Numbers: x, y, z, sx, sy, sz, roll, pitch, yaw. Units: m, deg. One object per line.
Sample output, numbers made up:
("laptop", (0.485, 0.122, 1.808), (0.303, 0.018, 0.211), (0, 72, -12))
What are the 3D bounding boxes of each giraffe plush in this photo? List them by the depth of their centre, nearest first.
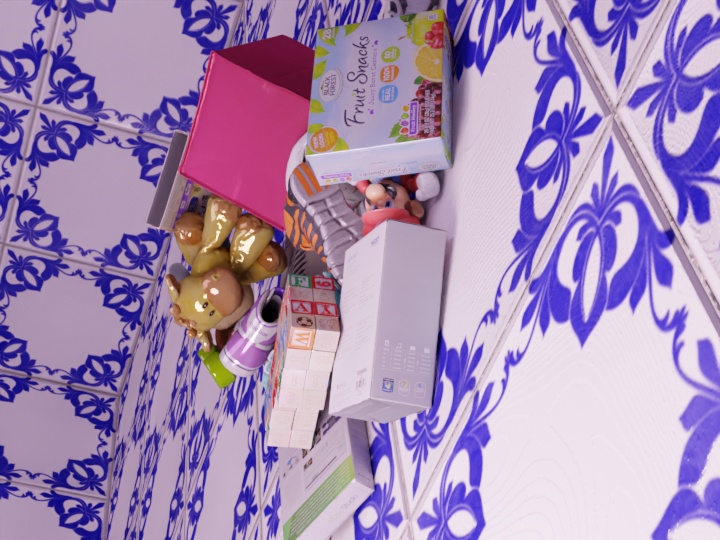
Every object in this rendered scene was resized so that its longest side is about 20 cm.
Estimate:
("giraffe plush", (-0.216, 0.015, 1.835), (0.200, 0.172, 0.163), (-48, 14, 31))

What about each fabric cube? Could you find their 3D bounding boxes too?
("fabric cube", (-0.115, -0.204, 1.849), (0.199, 0.199, 0.198), (-32, -33, -58))

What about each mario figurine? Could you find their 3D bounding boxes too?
("mario figurine", (0.034, -0.118, 1.555), (0.124, 0.105, 0.202), (126, 155, -51))

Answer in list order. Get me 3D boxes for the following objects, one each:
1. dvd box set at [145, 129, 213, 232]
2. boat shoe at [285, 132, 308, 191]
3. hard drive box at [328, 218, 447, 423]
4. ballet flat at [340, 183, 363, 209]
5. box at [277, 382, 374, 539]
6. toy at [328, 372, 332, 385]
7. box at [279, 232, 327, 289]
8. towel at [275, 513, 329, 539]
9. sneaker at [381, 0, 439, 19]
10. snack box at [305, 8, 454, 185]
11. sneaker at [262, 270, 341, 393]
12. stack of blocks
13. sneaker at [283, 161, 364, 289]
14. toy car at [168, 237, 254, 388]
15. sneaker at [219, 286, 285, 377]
("dvd box set", (-0.245, -0.125, 1.936), (0.200, 0.029, 0.148), (9, -81, -69))
("boat shoe", (-0.056, -0.151, 1.663), (0.067, 0.073, 0.201), (-53, -4, -49))
("hard drive box", (0.029, 0.061, 1.448), (0.156, 0.076, 0.203), (147, 131, -68))
("ballet flat", (0.003, -0.154, 1.793), (0.071, 0.068, 0.202), (49, 126, 48))
("box", (-0.047, 0.242, 1.588), (0.145, 0.036, 0.201), (-48, 25, 24))
("toy", (-0.067, 0.185, 1.763), (0.201, 0.047, 0.116), (-95, 25, -49))
("box", (-0.081, 0.020, 1.915), (0.082, 0.068, 0.202), (129, 149, -56))
("towel", (-0.085, 0.389, 1.682), (0.191, 0.032, 0.203), (164, 118, -73))
("sneaker", (0.048, -0.324, 1.719), (0.084, 0.074, 0.203), (7, 84, 67))
("snack box", (0.026, -0.209, 1.538), (0.068, 0.166, 0.202), (63, -154, -52))
("sneaker", (-0.060, 0.095, 1.739), (0.201, 0.077, 0.091), (-58, -15, 9))
("stack of blocks", (-0.074, 0.121, 1.562), (0.116, 0.058, 0.202), (-99, 19, -57))
("sneaker", (-0.033, -0.035, 1.623), (0.202, 0.077, 0.112), (63, 159, 15))
("toy car", (-0.212, 0.052, 2.013), (0.163, 0.201, 0.158), (-34, 13, -8))
("sneaker", (-0.125, 0.068, 1.768), (0.115, 0.072, 0.201), (-57, 5, 16))
